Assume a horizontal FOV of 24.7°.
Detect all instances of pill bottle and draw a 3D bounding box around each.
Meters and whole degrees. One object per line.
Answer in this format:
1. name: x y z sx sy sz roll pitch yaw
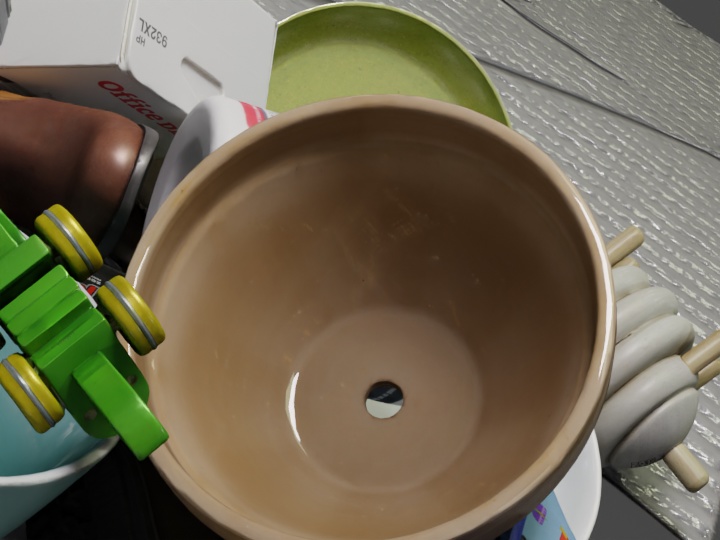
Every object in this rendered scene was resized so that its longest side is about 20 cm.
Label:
1. pill bottle: 0.000 0.000 0.802 0.198 0.120 0.120 17 27 -20

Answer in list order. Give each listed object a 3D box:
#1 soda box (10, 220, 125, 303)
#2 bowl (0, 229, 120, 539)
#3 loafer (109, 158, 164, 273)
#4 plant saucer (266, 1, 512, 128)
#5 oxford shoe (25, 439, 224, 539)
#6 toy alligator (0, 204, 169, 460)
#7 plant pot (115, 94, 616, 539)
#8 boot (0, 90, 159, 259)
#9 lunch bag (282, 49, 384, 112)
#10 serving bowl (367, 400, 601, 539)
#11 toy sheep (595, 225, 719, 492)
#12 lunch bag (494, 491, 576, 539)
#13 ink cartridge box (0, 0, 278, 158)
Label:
1. soda box: -0.154 0.030 0.801 0.198 0.064 0.071 25 24 -17
2. bowl: -0.202 0.050 0.647 0.199 0.105 0.201 29 23 -14
3. loafer: -0.133 -0.051 0.947 0.200 0.071 0.073 48 -4 30
4. plant saucer: -0.002 -0.057 0.981 0.198 0.202 0.031 27 -11 -14
5. oxford shoe: -0.083 0.130 0.701 0.084 0.073 0.201 3 50 -54
6. toy alligator: -0.132 0.005 0.632 0.200 0.059 0.054 45 -15 25
7. plant pot: 0.006 0.036 0.676 0.201 0.200 0.093 46 -13 26
8. boot: -0.201 -0.077 0.733 0.199 0.069 0.188 25 1 -29
9. lunch bag: -0.001 -0.058 1.103 0.169 0.128 0.200 31 -7 -12
10. serving bowl: 0.027 0.096 0.872 0.198 0.066 0.202 15 51 -19
11. toy sheep: 0.164 0.060 1.081 0.137 0.138 0.201 -1 47 -53
12. lunch bag: 0.059 0.184 0.625 0.200 0.093 0.152 -78 145 -76
13. ink cartridge box: -0.163 -0.118 0.863 0.198 0.085 0.145 3 -13 25
